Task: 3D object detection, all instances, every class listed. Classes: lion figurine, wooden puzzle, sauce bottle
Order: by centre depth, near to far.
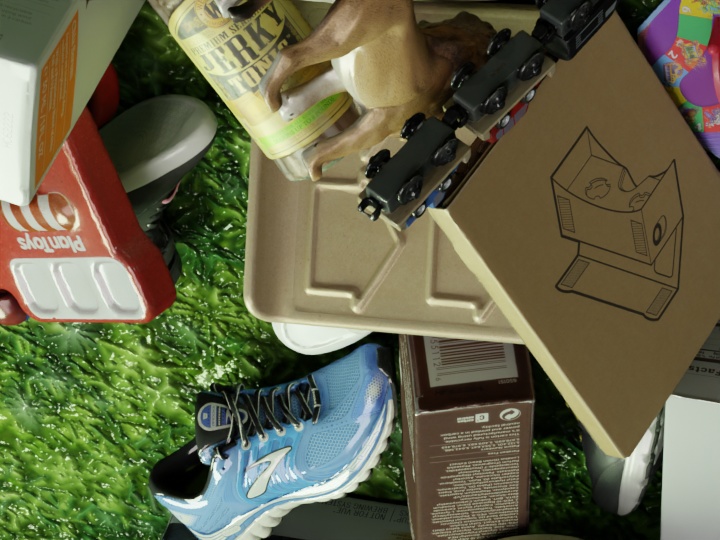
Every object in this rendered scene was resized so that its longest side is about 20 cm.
[{"bbox_3d":[0.006,-0.116,1.520,0.122,0.073,0.200,-27,159,3],"label":"lion figurine"},{"bbox_3d":[-0.073,-0.139,1.594,0.065,0.065,0.200,-26,113,37],"label":"sauce bottle"},{"bbox_3d":[0.039,-0.057,1.664,0.199,0.046,0.186,4,95,14],"label":"wooden puzzle"}]

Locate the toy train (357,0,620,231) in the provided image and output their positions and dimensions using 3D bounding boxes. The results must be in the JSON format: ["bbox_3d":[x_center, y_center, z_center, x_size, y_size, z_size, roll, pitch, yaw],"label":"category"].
[{"bbox_3d":[0.069,-0.092,1.538,0.034,0.200,0.046,36,160,23],"label":"toy train"}]

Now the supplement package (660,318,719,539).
[{"bbox_3d":[0.260,0.118,1.741,0.155,0.111,0.201,9,133,13],"label":"supplement package"}]

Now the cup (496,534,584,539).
[{"bbox_3d":[0.104,0.242,1.773,0.199,0.144,0.201,-5,152,-3],"label":"cup"}]

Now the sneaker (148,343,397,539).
[{"bbox_3d":[-0.056,0.105,1.852,0.089,0.079,0.200,32,125,-31],"label":"sneaker"}]

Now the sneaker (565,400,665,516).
[{"bbox_3d":[0.145,0.055,1.765,0.084,0.075,0.201,13,125,18],"label":"sneaker"}]

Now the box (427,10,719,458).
[{"bbox_3d":[0.133,-0.024,1.619,0.021,0.164,0.200,6,142,48],"label":"box"}]

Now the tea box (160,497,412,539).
[{"bbox_3d":[-0.040,0.256,1.922,0.199,0.197,0.134,7,133,16],"label":"tea box"}]

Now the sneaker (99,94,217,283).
[{"bbox_3d":[-0.128,-0.035,1.786,0.099,0.071,0.200,41,137,-22],"label":"sneaker"}]

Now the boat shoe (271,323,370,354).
[{"bbox_3d":[0.000,0.000,1.764,0.073,0.067,0.200,33,134,-10],"label":"boat shoe"}]

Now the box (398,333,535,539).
[{"bbox_3d":[0.061,0.090,1.760,0.075,0.100,0.200,-7,145,-1],"label":"box"}]

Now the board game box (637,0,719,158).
[{"bbox_3d":[0.239,-0.109,1.589,0.158,0.039,0.200,33,133,-10],"label":"board game box"}]

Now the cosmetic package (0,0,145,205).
[{"bbox_3d":[-0.174,-0.140,1.609,0.071,0.200,0.102,16,135,7],"label":"cosmetic package"}]

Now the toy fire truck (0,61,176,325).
[{"bbox_3d":[-0.207,-0.041,1.720,0.199,0.112,0.169,-3,117,43],"label":"toy fire truck"}]
